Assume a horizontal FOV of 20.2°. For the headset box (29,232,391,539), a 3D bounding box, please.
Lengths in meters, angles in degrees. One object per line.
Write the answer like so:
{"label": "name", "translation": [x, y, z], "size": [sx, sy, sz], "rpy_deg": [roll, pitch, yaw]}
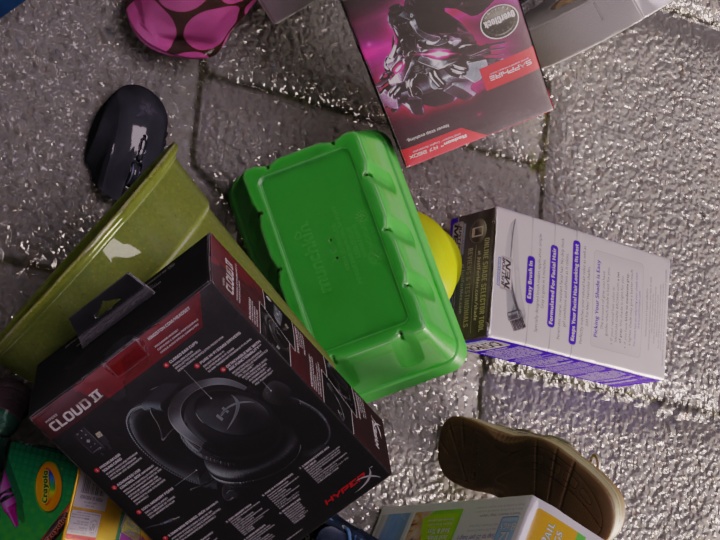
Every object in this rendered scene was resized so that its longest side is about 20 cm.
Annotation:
{"label": "headset box", "translation": [-0.100, 0.087, 1.277], "size": [0.149, 0.077, 0.200], "rpy_deg": [-37, 112, 12]}

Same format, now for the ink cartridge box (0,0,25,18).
{"label": "ink cartridge box", "translation": [-0.295, -0.297, 1.431], "size": [0.200, 0.084, 0.145], "rpy_deg": [32, 64, -24]}

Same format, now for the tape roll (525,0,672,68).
{"label": "tape roll", "translation": [0.212, -0.230, 1.682], "size": [0.203, 0.203, 0.037], "rpy_deg": [-37, 102, -33]}

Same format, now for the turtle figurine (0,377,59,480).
{"label": "turtle figurine", "translation": [-0.257, 0.174, 1.361], "size": [0.150, 0.101, 0.200], "rpy_deg": [45, 54, -18]}

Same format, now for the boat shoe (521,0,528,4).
{"label": "boat shoe", "translation": [0.099, -0.241, 1.692], "size": [0.200, 0.068, 0.072], "rpy_deg": [-31, 100, -32]}

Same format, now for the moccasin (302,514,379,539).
{"label": "moccasin", "translation": [-0.026, 0.216, 1.453], "size": [0.068, 0.200, 0.081], "rpy_deg": [21, 95, -57]}

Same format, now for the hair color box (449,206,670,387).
{"label": "hair color box", "translation": [0.164, 0.025, 1.678], "size": [0.200, 0.065, 0.110], "rpy_deg": [16, 72, -36]}

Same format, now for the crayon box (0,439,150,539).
{"label": "crayon box", "translation": [-0.173, 0.188, 1.362], "size": [0.200, 0.058, 0.119], "rpy_deg": [26, 75, -64]}

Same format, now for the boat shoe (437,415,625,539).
{"label": "boat shoe", "translation": [0.141, 0.157, 1.565], "size": [0.063, 0.200, 0.074], "rpy_deg": [3, 105, -37]}

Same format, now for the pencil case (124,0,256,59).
{"label": "pencil case", "translation": [-0.088, -0.241, 1.493], "size": [0.094, 0.200, 0.091], "rpy_deg": [4, 53, -45]}

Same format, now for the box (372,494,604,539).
{"label": "box", "translation": [0.088, 0.242, 1.507], "size": [0.101, 0.200, 0.113], "rpy_deg": [34, 64, -24]}

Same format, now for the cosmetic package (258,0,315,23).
{"label": "cosmetic package", "translation": [0.006, -0.275, 1.543], "size": [0.074, 0.200, 0.102], "rpy_deg": [57, 31, -12]}

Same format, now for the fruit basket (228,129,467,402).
{"label": "fruit basket", "translation": [0.000, 0.000, 1.551], "size": [0.155, 0.216, 0.216], "rpy_deg": [-20, 92, 2]}

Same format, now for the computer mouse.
{"label": "computer mouse", "translation": [-0.175, -0.043, 1.491], "size": [0.058, 0.034, 0.201], "rpy_deg": [14, 74, -31]}

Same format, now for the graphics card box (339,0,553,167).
{"label": "graphics card box", "translation": [0.058, -0.179, 1.495], "size": [0.125, 0.051, 0.200], "rpy_deg": [-20, 131, 2]}

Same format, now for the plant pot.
{"label": "plant pot", "translation": [-0.124, 0.048, 1.385], "size": [0.190, 0.200, 0.200], "rpy_deg": [42, 61, -7]}
